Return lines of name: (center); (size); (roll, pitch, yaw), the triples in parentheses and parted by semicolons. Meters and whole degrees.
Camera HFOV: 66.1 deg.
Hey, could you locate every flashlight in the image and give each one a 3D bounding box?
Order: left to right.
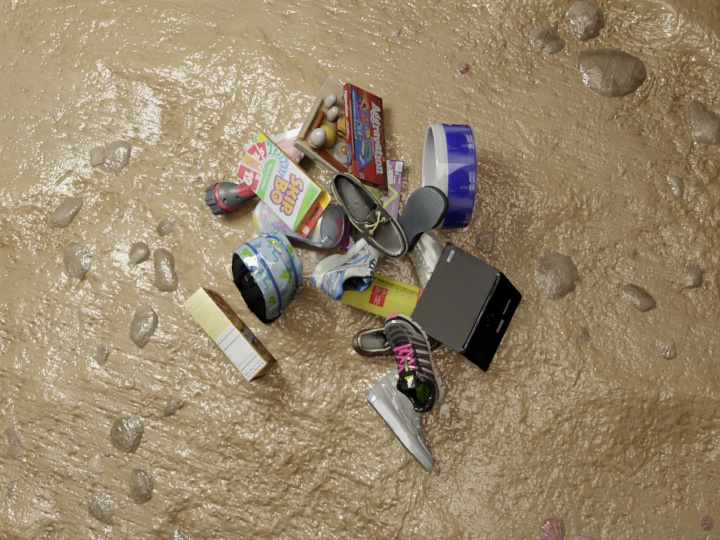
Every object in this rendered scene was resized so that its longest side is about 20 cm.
flashlight: (-0.228, -0.171, 1.129); (0.196, 0.068, 0.069); (-16, 121, 29)

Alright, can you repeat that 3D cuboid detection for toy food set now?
toy food set: (-0.042, -0.286, 1.134); (0.142, 0.060, 0.204); (33, 58, -19)

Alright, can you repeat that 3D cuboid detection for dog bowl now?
dog bowl: (0.172, -0.186, 1.098); (0.076, 0.200, 0.207); (-1, 82, -2)

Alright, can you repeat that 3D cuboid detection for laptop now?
laptop: (0.216, 0.078, 1.111); (0.102, 0.199, 0.181); (23, 82, 42)

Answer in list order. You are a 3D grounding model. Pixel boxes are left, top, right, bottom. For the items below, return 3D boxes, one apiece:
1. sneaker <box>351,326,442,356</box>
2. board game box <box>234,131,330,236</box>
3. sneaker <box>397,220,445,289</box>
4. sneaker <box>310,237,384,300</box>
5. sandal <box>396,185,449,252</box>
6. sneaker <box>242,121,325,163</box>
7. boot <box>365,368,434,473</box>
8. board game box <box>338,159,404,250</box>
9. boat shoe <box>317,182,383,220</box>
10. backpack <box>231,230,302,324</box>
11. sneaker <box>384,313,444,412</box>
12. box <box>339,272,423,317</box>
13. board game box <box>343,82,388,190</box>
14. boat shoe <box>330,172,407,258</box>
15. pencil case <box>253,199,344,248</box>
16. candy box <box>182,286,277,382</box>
sneaker: (0.079, 0.144, 1.120); (0.194, 0.076, 0.073); (-8, 82, 1)
board game box: (-0.148, -0.163, 1.047); (0.199, 0.030, 0.096); (43, 107, 15)
sneaker: (0.134, -0.017, 1.124); (0.199, 0.073, 0.085); (42, 57, 2)
sneaker: (0.000, 0.000, 1.084); (0.198, 0.078, 0.085); (-31, 62, -31)
sandal: (0.112, -0.100, 1.041); (0.042, 0.200, 0.078); (-20, 79, -25)
sneaker: (-0.144, -0.244, 1.181); (0.195, 0.075, 0.108); (-20, 98, -10)
boot: (0.104, 0.295, 1.104); (0.095, 0.074, 0.201); (-39, 90, -12)
board game box: (0.024, -0.139, 1.182); (0.116, 0.032, 0.207); (9, 83, -1)
boat shoe: (-0.041, -0.133, 1.140); (0.196, 0.075, 0.074); (12, 88, 33)
backpack: (-0.187, 0.006, 1.082); (0.151, 0.200, 0.166); (-29, 82, -4)
sneaker: (0.097, 0.180, 1.042); (0.072, 0.087, 0.204); (-18, 103, 27)
box: (0.046, 0.051, 1.129); (0.195, 0.076, 0.051); (20, 124, 4)
board game box: (0.011, -0.275, 1.139); (0.019, 0.101, 0.207); (-16, 72, 44)
boat shoe: (0.013, -0.102, 1.047); (0.072, 0.061, 0.202); (-42, 88, 6)
pencil case: (-0.126, -0.098, 1.109); (0.196, 0.084, 0.092); (9, 53, 34)
candy box: (-0.258, 0.129, 1.110); (0.055, 0.115, 0.200); (-43, 84, -3)
